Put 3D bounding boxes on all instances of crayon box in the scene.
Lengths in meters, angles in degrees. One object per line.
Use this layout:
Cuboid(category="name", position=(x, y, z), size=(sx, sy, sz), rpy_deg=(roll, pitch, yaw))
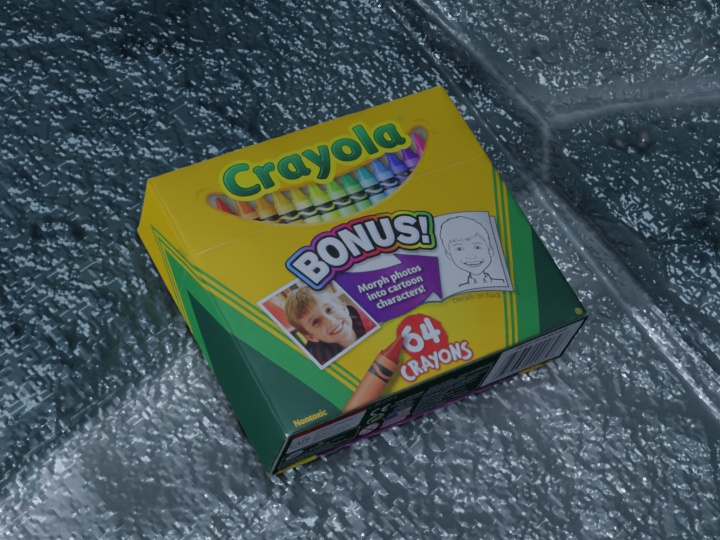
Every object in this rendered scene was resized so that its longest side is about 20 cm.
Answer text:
Cuboid(category="crayon box", position=(0.000, 0.000, 0.988), size=(0.199, 0.058, 0.173), rpy_deg=(-20, 67, -25))
